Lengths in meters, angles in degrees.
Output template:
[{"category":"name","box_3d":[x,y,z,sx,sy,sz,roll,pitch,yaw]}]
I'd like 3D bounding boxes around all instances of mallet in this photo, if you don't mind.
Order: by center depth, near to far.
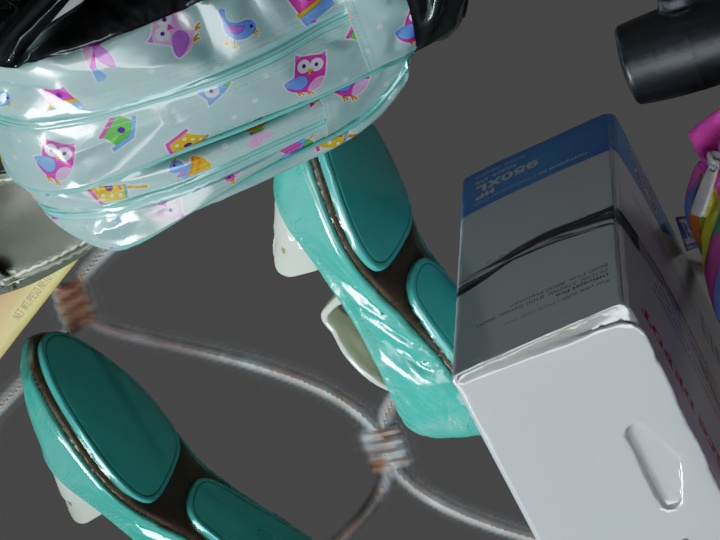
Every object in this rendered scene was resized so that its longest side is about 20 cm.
[{"category":"mallet","box_3d":[0.133,-0.171,1.128,0.066,0.041,0.201,-9,111,8]}]

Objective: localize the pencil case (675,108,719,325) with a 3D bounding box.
[{"category":"pencil case","box_3d":[0.188,0.010,1.127,0.088,0.200,0.089,-2,123,-3]}]

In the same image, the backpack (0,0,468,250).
[{"category":"backpack","box_3d":[-0.066,-0.102,1.076,0.200,0.167,0.127,-29,113,-10]}]

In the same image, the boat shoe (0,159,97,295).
[{"category":"boat shoe","box_3d":[-0.195,-0.009,1.154,0.201,0.060,0.072,-14,114,9]}]

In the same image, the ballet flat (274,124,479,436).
[{"category":"ballet flat","box_3d":[0.000,0.000,1.199,0.070,0.067,0.200,-22,111,32]}]

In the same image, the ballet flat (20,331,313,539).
[{"category":"ballet flat","box_3d":[-0.105,0.115,1.271,0.200,0.067,0.070,41,126,-13]}]

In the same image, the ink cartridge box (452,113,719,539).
[{"category":"ink cartridge box","box_3d":[0.108,0.042,1.141,0.084,0.200,0.145,-23,112,14]}]

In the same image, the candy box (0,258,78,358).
[{"category":"candy box","box_3d":[-0.226,0.013,1.232,0.117,0.057,0.200,35,112,-14]}]
